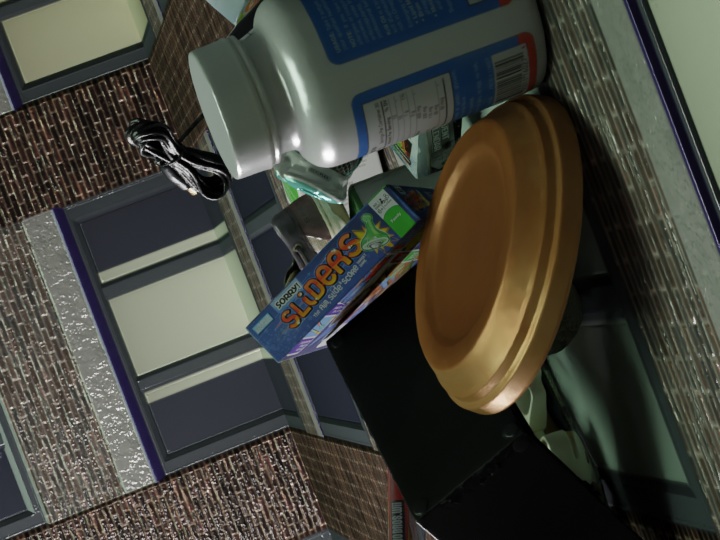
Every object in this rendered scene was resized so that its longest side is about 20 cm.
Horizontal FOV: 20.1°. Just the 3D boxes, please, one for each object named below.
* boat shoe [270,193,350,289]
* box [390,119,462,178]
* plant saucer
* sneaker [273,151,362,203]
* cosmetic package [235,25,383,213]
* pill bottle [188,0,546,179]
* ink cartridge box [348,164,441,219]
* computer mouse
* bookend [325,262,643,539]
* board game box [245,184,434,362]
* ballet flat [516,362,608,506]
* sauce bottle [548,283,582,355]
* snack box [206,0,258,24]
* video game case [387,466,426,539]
[{"bbox_3d":[-0.032,0.013,1.638,0.200,0.065,0.072,79,166,-47],"label":"boat shoe"},{"bbox_3d":[0.010,-0.180,1.456,0.200,0.040,0.137,53,155,37],"label":"box"},{"bbox_3d":[0.078,-0.013,1.252,0.200,0.037,0.201,-168,90,-73],"label":"plant saucer"},{"bbox_3d":[-0.017,-0.126,1.586,0.091,0.077,0.200,-61,15,21],"label":"sneaker"},{"bbox_3d":[-0.041,-0.141,1.820,0.108,0.085,0.200,-123,13,-61],"label":"cosmetic package"},{"bbox_3d":[0.002,-0.129,1.230,0.112,0.200,0.113,159,90,-81],"label":"pill bottle"},{"bbox_3d":[0.056,0.028,1.632,0.200,0.083,0.147,87,160,-60],"label":"ink cartridge box"},{"bbox_3d":[-0.088,-0.149,1.576,0.044,0.200,0.110,32,172,45],"label":"computer mouse"},{"bbox_3d":[0.095,0.129,1.389,0.200,0.092,0.199,44,-169,-36],"label":"bookend"},{"bbox_3d":[0.000,0.000,1.413,0.034,0.135,0.200,45,-172,6],"label":"board game box"},{"bbox_3d":[0.128,0.119,1.480,0.074,0.074,0.200,85,160,-60],"label":"ballet flat"},{"bbox_3d":[0.096,0.011,1.427,0.200,0.065,0.065,-144,34,-73],"label":"sauce bottle"},{"bbox_3d":[-0.028,-0.247,1.179,0.053,0.142,0.200,40,153,3],"label":"snack box"},{"bbox_3d":[0.037,0.244,1.537,0.143,0.017,0.200,78,-171,-51],"label":"video game case"}]
